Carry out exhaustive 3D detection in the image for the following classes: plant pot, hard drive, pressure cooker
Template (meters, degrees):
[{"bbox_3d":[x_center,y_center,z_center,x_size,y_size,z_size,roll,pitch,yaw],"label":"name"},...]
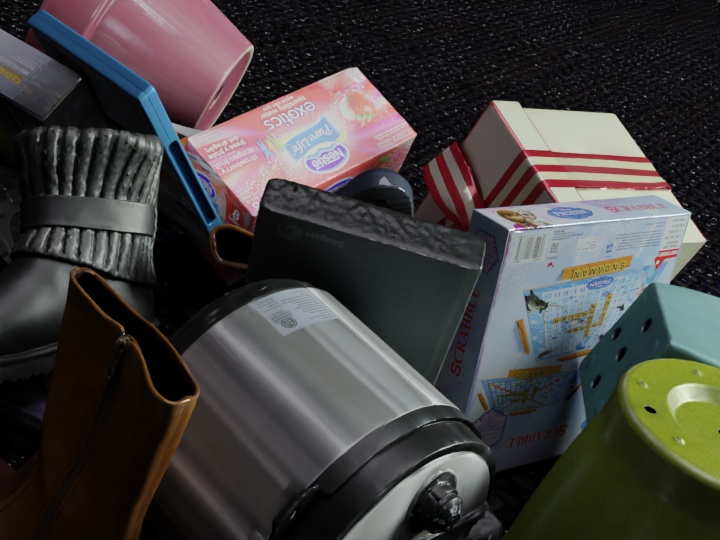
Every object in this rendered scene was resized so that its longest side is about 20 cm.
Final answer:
[{"bbox_3d":[-0.214,-0.223,1.206,0.178,0.201,0.200,33,28,-2],"label":"plant pot"},{"bbox_3d":[-0.010,0.035,0.782,0.138,0.201,0.033,16,47,-1],"label":"hard drive"},{"bbox_3d":[-0.022,0.124,0.673,0.176,0.179,0.200,-43,59,-13],"label":"pressure cooker"},{"bbox_3d":[0.182,0.166,0.707,0.198,0.195,0.201,14,28,-7],"label":"plant pot"},{"bbox_3d":[0.263,0.109,0.849,0.199,0.142,0.142,33,25,-12],"label":"plant pot"}]

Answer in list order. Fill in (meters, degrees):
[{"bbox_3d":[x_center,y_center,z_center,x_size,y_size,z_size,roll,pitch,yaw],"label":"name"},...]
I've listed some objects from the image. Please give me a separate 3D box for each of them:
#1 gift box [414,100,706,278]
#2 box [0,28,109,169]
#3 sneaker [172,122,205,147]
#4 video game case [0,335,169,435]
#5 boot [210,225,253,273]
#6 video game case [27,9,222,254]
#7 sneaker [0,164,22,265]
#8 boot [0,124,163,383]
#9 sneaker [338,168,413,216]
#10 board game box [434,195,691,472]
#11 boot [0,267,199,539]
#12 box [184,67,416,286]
[{"bbox_3d":[0.154,-0.016,1.044,0.185,0.201,0.185,-1,46,-38],"label":"gift box"},{"bbox_3d":[-0.264,-0.112,0.966,0.157,0.201,0.048,31,70,21],"label":"box"},{"bbox_3d":[-0.187,-0.095,1.098,0.198,0.071,0.090,8,26,-22],"label":"sneaker"},{"bbox_3d":[-0.193,0.074,0.847,0.198,0.019,0.143,23,28,8],"label":"video game case"},{"bbox_3d":[0.000,0.000,0.883,0.186,0.069,0.200,8,-14,7],"label":"boot"},{"bbox_3d":[-0.174,-0.100,0.933,0.143,0.201,0.018,35,70,32],"label":"video game case"},{"bbox_3d":[-0.269,-0.046,0.962,0.198,0.079,0.099,28,12,3],"label":"sneaker"},{"bbox_3d":[-0.222,-0.016,0.792,0.079,0.160,0.210,7,11,43],"label":"boot"},{"bbox_3d":[0.002,-0.051,0.989,0.069,0.200,0.083,5,68,-8],"label":"sneaker"},{"bbox_3d":[0.145,0.048,0.891,0.198,0.202,0.041,-6,27,-38],"label":"board game box"},{"bbox_3d":[-0.170,0.090,0.632,0.068,0.202,0.188,-9,37,-39],"label":"boot"},{"bbox_3d":[-0.059,-0.087,1.053,0.199,0.103,0.095,-29,69,-37],"label":"box"}]
